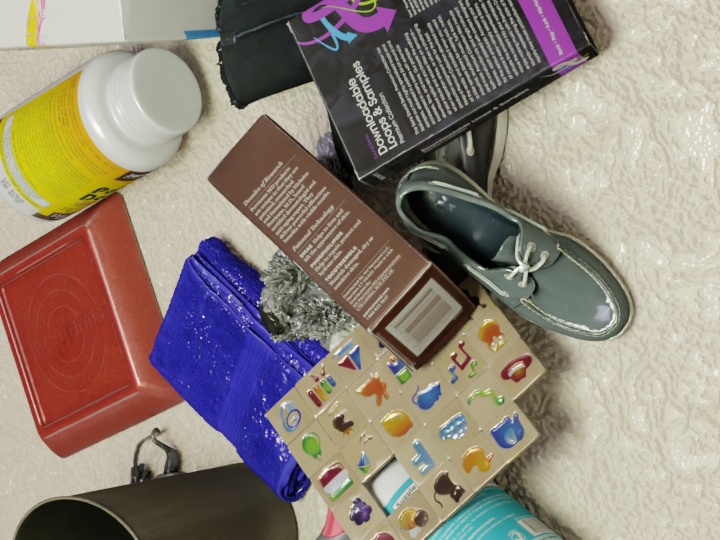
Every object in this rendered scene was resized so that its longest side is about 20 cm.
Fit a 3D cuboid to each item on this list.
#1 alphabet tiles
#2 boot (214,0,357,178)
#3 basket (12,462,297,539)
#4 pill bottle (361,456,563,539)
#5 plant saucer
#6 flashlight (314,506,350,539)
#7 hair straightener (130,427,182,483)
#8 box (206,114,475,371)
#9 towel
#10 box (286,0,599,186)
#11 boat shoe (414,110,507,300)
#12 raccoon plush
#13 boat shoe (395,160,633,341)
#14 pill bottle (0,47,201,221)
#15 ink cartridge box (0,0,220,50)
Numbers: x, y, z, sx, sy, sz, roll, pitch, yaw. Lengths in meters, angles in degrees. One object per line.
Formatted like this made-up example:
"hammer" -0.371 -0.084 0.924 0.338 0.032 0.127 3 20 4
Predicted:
"alphabet tiles" 0.041 0.105 1.623 0.200 0.008 0.167 -43 62 12
"boot" -0.043 -0.159 1.708 0.162 0.073 0.200 -8 79 38
"basket" -0.159 0.236 1.802 0.180 0.199 0.137 0 98 43
"pill bottle" 0.072 0.208 1.650 0.200 0.110 0.111 38 120 32
"plant saucer" -0.262 0.056 1.978 0.199 0.037 0.201 -26 79 41
"flashlight" -0.019 0.192 1.757 0.068 0.068 0.201 19 112 28
"hair straightener" -0.207 0.231 1.953 0.077 0.041 0.201 25 113 37
"box" -0.016 -0.022 1.620 0.075 0.100 0.200 -46 59 1
"towel" -0.098 0.084 1.824 0.200 0.049 0.148 43 122 29
"box" 0.058 -0.172 1.589 0.199 0.036 0.144 -29 70 14
"boat shoe" 0.070 -0.046 1.642 0.074 0.060 0.201 18 109 38
"raccoon plush" 0.000 0.000 1.699 0.133 0.097 0.201 16 107 31
"boat shoe" 0.108 -0.008 1.575 0.200 0.062 0.073 36 108 7
"pill bottle" -0.229 -0.122 1.869 0.199 0.109 0.110 -24 81 42
"ink cartridge box" -0.217 -0.262 1.809 0.199 0.147 0.146 3 99 42
